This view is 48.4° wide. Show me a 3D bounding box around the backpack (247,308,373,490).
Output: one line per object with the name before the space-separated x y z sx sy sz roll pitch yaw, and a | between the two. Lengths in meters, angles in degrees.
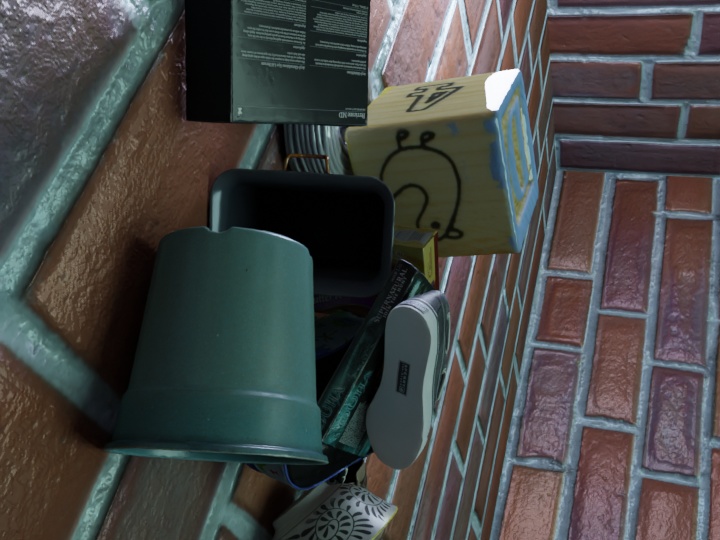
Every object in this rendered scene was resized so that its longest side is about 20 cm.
backpack | -0.059 0.153 0.953 0.199 0.146 0.184 -24 118 -46

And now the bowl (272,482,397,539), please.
bowl | -0.055 0.344 1.062 0.094 0.201 0.201 50 22 7

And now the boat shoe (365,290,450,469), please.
boat shoe | 0.055 0.113 0.827 0.068 0.071 0.201 -27 129 -48

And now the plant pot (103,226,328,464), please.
plant pot | -0.123 0.074 0.741 0.200 0.199 0.198 39 50 -66

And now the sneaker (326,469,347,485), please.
sneaker | -0.043 0.220 1.146 0.085 0.076 0.202 -28 121 -72

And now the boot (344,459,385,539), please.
boot | -0.005 0.373 1.294 0.200 0.070 0.147 -27 118 -67

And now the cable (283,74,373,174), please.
cable | -0.037 -0.203 1.054 0.200 0.069 0.202 30 66 -68

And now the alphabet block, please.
alphabet block | 0.118 -0.142 1.075 0.197 0.199 0.197 -55 136 -56

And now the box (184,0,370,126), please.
box | -0.081 -0.223 0.833 0.199 0.078 0.142 -10 103 -48

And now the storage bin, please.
storage bin | -0.053 -0.056 0.896 0.134 0.198 0.147 -33 127 -78

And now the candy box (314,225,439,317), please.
candy box | 0.000 0.000 1.018 0.056 0.199 0.118 -48 140 -53

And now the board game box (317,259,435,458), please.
board game box | 0.021 0.099 0.855 0.201 0.028 0.135 -60 154 -8
